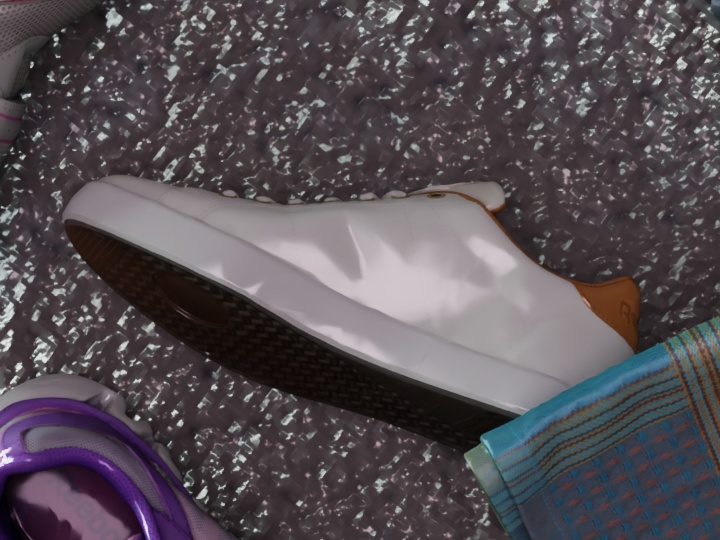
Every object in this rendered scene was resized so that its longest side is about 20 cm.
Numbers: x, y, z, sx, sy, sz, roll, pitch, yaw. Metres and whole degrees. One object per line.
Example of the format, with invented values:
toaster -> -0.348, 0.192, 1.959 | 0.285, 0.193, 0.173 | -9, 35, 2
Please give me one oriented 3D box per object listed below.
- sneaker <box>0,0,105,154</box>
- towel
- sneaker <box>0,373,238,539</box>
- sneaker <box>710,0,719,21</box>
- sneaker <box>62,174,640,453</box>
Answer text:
sneaker -> -0.152, -0.043, 0.766 | 0.200, 0.081, 0.088 | -37, 88, 11
towel -> 0.146, 0.065, 0.727 | 0.200, 0.022, 0.147 | -26, 126, 3
sneaker -> -0.059, 0.116, 0.748 | 0.200, 0.088, 0.080 | 40, 91, 3
sneaker -> 0.157, -0.092, 0.687 | 0.130, 0.199, 0.080 | 29, 97, 16
sneaker -> 0.000, 0.000, 0.765 | 0.200, 0.073, 0.085 | 22, 66, 6
